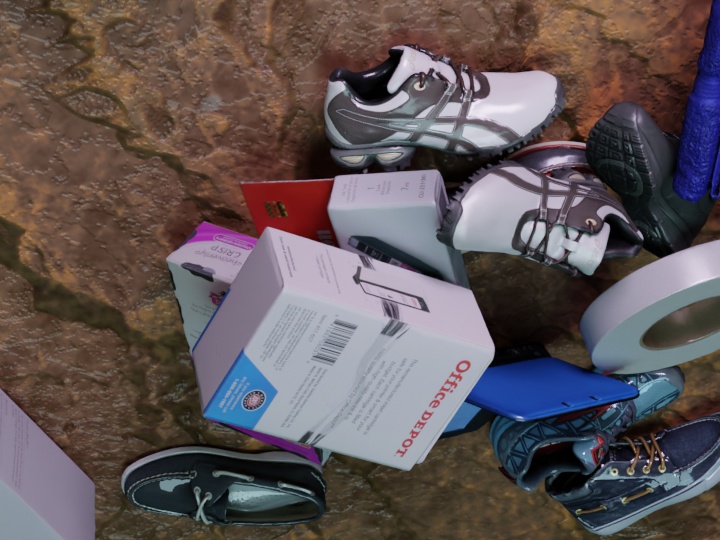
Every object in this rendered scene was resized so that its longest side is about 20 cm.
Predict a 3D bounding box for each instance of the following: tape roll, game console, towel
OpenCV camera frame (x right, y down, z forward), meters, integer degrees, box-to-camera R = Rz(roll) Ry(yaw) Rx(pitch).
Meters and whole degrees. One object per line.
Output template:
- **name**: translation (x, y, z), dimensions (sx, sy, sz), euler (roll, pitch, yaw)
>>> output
- **tape roll**: translation (0.297, 0.033, 1.631), dimensions (0.202, 0.037, 0.203), euler (-16, 157, -7)
- **game console**: translation (0.123, 0.135, 1.634), dimensions (0.200, 0.118, 0.171), euler (-5, 140, -49)
- **towel**: translation (0.318, -0.163, 1.467), dimensions (0.049, 0.148, 0.200), euler (28, 135, 24)

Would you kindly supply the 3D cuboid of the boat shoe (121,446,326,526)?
- **boat shoe**: translation (-0.131, 0.215, 1.747), dimensions (0.199, 0.060, 0.076), euler (-4, 130, -6)

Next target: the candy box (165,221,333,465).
- **candy box**: translation (-0.085, 0.065, 1.589), dimensions (0.136, 0.061, 0.200), euler (19, 138, 28)

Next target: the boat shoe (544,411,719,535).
- **boat shoe**: translation (0.282, 0.192, 1.789), dimensions (0.200, 0.071, 0.091), euler (-36, 130, 22)

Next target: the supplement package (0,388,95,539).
- **supplement package**: translation (-0.347, 0.205, 1.668), dimensions (0.117, 0.117, 0.200), euler (-27, 127, 12)

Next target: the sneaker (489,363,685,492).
- **sneaker**: translation (0.227, 0.156, 1.736), dimensions (0.200, 0.096, 0.079), euler (-26, 130, 12)

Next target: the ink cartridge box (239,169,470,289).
- **ink cartridge box**: translation (0.000, 0.000, 1.533), dimensions (0.173, 0.044, 0.200), euler (-3, 138, 14)

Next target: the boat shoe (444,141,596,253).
- **boat shoe**: translation (0.121, -0.055, 1.568), dimensions (0.200, 0.063, 0.071), euler (-16, 128, 2)

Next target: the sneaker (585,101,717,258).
- **sneaker**: translation (0.255, -0.091, 1.548), dimensions (0.091, 0.076, 0.200), euler (-49, 145, -12)

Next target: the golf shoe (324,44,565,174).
- **golf shoe**: translation (0.068, -0.141, 1.469), dimensions (0.199, 0.078, 0.095), euler (-13, 130, 0)

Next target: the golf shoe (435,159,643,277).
- **golf shoe**: translation (0.153, -0.039, 1.467), dimensions (0.200, 0.094, 0.078), euler (-8, 128, -40)

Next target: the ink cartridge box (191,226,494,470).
- **ink cartridge box**: translation (-0.015, 0.067, 1.465), dimensions (0.200, 0.084, 0.146), euler (18, 122, -27)
